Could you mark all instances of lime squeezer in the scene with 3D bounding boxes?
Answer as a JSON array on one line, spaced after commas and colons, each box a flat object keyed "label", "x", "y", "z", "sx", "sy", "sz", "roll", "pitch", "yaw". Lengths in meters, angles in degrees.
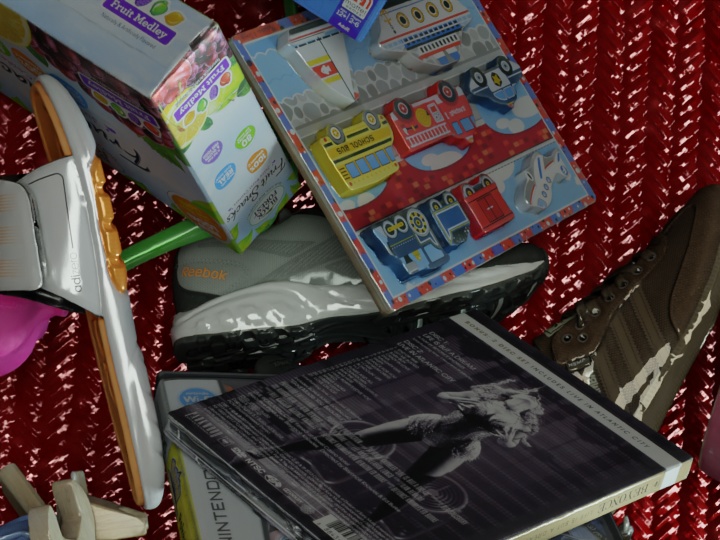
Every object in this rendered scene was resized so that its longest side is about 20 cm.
[{"label": "lime squeezer", "x": -0.059, "y": -0.055, "z": 1.161, "sx": 0.200, "sy": 0.071, "sz": 0.038, "roll": -56, "pitch": 133, "yaw": -24}]

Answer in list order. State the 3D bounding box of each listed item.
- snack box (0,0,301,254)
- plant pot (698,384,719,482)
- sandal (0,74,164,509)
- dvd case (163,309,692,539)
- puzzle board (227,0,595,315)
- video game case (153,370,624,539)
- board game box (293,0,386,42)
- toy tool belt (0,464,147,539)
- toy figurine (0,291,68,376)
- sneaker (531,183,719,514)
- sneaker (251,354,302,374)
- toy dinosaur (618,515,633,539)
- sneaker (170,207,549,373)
[{"label": "snack box", "x": -0.132, "y": -0.105, "z": 1.094, "sx": 0.200, "sy": 0.142, "sz": 0.053, "roll": 34, "pitch": 76, "yaw": 29}, {"label": "plant pot", "x": 0.273, "y": 0.071, "z": 1.143, "sx": 0.179, "sy": 0.200, "sz": 0.200, "roll": 19, "pitch": 81, "yaw": 12}, {"label": "sandal", "x": -0.137, "y": 0.012, "z": 1.047, "sx": 0.059, "sy": 0.079, "sz": 0.207, "roll": -13, "pitch": 85, "yaw": -13}, {"label": "dvd case", "x": 0.033, "y": 0.081, "z": 1.046, "sx": 0.200, "sy": 0.149, "sz": 0.016, "roll": -18, "pitch": 130, "yaw": -40}, {"label": "puzzle board", "x": 0.033, "y": -0.074, "z": 1.145, "sx": 0.200, "sy": 0.017, "sz": 0.151, "roll": -27, "pitch": 86, "yaw": -52}, {"label": "video game case", "x": 0.015, "y": 0.107, "z": 1.036, "sx": 0.199, "sy": 0.181, "sz": 0.026, "roll": 2, "pitch": 121, "yaw": -15}, {"label": "board game box", "x": -0.024, "y": -0.214, "z": 1.147, "sx": 0.152, "sy": 0.045, "sz": 0.200, "roll": 32, "pitch": 39, "yaw": -2}, {"label": "toy tool belt", "x": -0.155, "y": 0.150, "z": 1.065, "sx": 0.125, "sy": 0.200, "sz": 0.123, "roll": -15, "pitch": 86, "yaw": -6}, {"label": "toy figurine", "x": -0.232, "y": -0.021, "z": 1.124, "sx": 0.184, "sy": 0.200, "sz": 0.150, "roll": 50, "pitch": 44, "yaw": -17}, {"label": "sneaker", "x": 0.132, "y": 0.035, "z": 1.182, "sx": 0.075, "sy": 0.070, "sz": 0.200, "roll": 26, "pitch": 81, "yaw": -2}, {"label": "sneaker", "x": -0.020, "y": 0.142, "z": 1.159, "sx": 0.091, "sy": 0.076, "sz": 0.200, "roll": -32, "pitch": 93, "yaw": 13}, {"label": "toy dinosaur", "x": 0.068, "y": 0.191, "z": 1.082, "sx": 0.182, "sy": 0.105, "sz": 0.200, "roll": -49, "pitch": 116, "yaw": -27}, {"label": "sneaker", "x": 0.000, "y": 0.000, "z": 1.172, "sx": 0.200, "sy": 0.074, "sz": 0.080, "roll": -5, "pitch": 68, "yaw": -11}]
